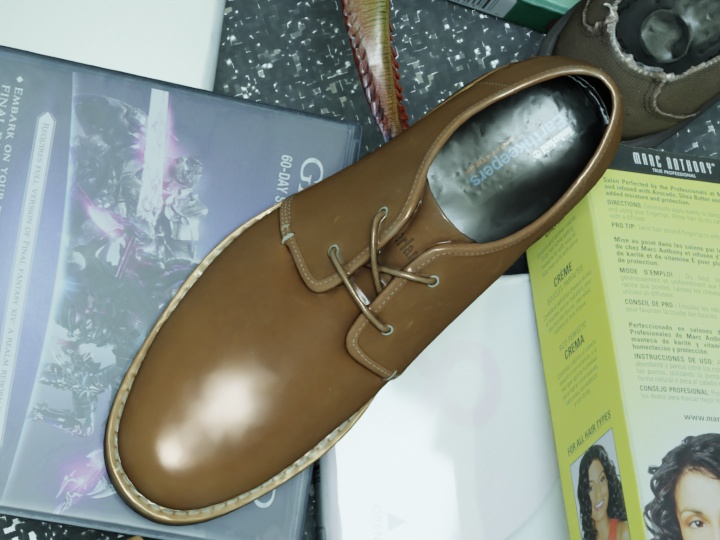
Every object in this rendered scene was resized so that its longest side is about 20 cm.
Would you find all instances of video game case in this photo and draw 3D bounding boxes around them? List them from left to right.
[{"bbox_3d":[-0.104,0.004,0.738,0.199,0.019,0.144,11,81,-17],"label":"video game case"}]

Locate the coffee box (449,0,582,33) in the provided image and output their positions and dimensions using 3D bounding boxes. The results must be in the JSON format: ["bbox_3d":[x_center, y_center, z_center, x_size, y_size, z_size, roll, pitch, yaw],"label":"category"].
[{"bbox_3d":[0.104,-0.136,0.848,0.199,0.044,0.124,17,82,-4],"label":"coffee box"}]

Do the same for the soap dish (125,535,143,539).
[{"bbox_3d":[-0.097,0.183,0.709,0.081,0.200,0.158,-23,85,-44],"label":"soap dish"}]

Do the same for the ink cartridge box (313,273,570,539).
[{"bbox_3d":[0.084,0.084,0.817,0.198,0.057,0.164,-3,83,-2],"label":"ink cartridge box"}]

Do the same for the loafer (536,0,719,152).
[{"bbox_3d":[0.148,-0.112,0.791,0.200,0.071,0.073,-44,90,-10],"label":"loafer"}]

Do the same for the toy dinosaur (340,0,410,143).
[{"bbox_3d":[-0.026,-0.168,0.795,0.105,0.181,0.201,17,101,-41],"label":"toy dinosaur"}]

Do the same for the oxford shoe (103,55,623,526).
[{"bbox_3d":[0.000,0.000,0.722,0.200,0.071,0.071,-43,92,-8],"label":"oxford shoe"}]

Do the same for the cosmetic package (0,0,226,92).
[{"bbox_3d":[-0.100,-0.053,0.800,0.101,0.071,0.202,7,81,-6],"label":"cosmetic package"}]

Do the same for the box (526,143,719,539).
[{"bbox_3d":[0.105,0.057,0.763,0.075,0.050,0.201,5,59,-23],"label":"box"}]
